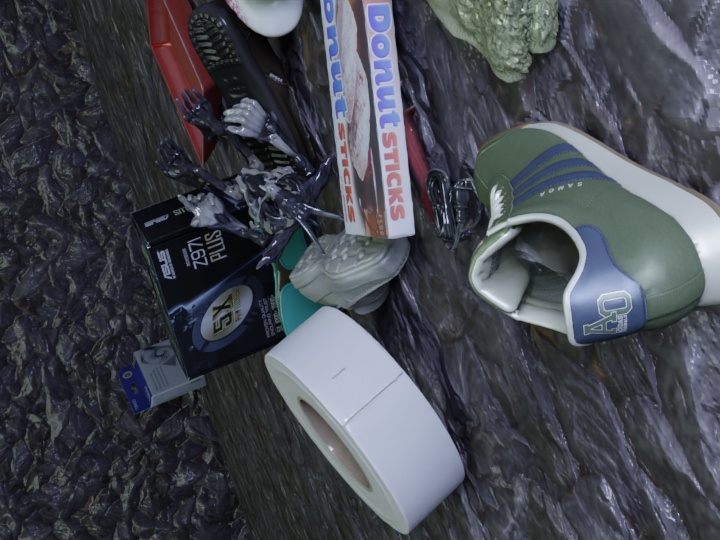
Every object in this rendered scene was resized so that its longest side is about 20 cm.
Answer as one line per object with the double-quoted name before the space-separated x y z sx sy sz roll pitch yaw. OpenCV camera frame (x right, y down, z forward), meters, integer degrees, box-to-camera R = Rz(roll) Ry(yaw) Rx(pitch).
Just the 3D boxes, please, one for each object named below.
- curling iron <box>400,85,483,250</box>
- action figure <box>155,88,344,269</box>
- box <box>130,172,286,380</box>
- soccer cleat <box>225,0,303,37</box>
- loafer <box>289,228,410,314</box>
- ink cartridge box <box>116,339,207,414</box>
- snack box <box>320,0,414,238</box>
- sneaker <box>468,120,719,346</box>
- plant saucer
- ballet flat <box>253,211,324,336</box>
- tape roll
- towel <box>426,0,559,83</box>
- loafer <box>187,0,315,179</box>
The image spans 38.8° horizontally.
"curling iron" 0.033 -0.104 0.696 0.050 0.025 0.203 -52 53 47
"action figure" -0.103 -0.081 0.884 0.199 0.120 0.102 31 -179 37
"box" -0.170 0.005 1.243 0.086 0.161 0.203 47 152 52
"soccer cleat" -0.101 -0.285 0.811 0.086 0.069 0.204 64 -174 -85
"loafer" 0.000 0.000 0.876 0.069 0.071 0.199 37 165 -13
"ink cartridge box" -0.517 0.263 2.633 0.200 0.197 0.041 48 154 49
"snack box" 0.002 -0.125 0.691 0.072 0.024 0.205 -169 71 -66
"sneaker" 0.086 -0.020 0.501 0.200 0.088 0.068 40 148 60
"plant saucer" -0.224 -0.268 1.314 0.200 0.036 0.203 112 136 -67
"ballet flat" -0.064 -0.004 1.088 0.071 0.066 0.204 -84 -19 -70
"tape roll" 0.002 0.132 0.907 0.203 0.070 0.203 48 164 18
"towel" 0.047 -0.207 0.499 0.149 0.036 0.203 52 157 44
"loafer" -0.085 -0.166 0.950 0.072 0.072 0.202 7 134 37
